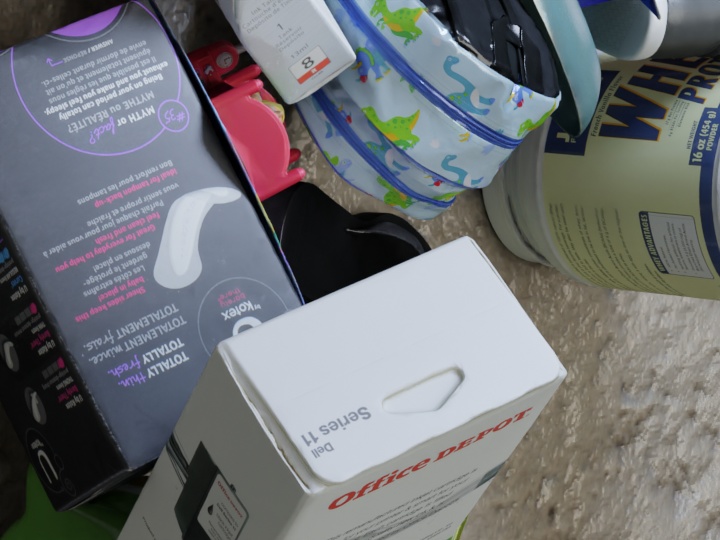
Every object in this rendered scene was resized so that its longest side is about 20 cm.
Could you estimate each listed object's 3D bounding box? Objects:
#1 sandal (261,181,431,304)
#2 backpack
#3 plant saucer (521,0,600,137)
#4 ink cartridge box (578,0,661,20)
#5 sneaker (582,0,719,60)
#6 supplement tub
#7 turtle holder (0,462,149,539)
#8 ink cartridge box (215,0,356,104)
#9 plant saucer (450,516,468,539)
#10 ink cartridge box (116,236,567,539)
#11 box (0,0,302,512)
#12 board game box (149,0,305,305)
[{"bbox_3d":[0.000,0.001,1.550,0.200,0.043,0.076,17,81,-65],"label":"sandal"},{"bbox_3d":[0.021,-0.124,1.478,0.163,0.200,0.154,32,95,-46],"label":"backpack"},{"bbox_3d":[0.082,-0.167,1.550,0.027,0.200,0.200,-29,122,-2],"label":"plant saucer"},{"bbox_3d":[0.093,-0.215,1.537,0.039,0.200,0.100,-29,135,-4],"label":"ink cartridge box"},{"bbox_3d":[0.163,-0.162,1.622,0.099,0.200,0.071,2,110,-23],"label":"sneaker"},{"bbox_3d":[0.185,-0.057,1.660,0.145,0.200,0.145,-8,101,-47],"label":"supplement tub"},{"bbox_3d":[-0.121,0.159,1.417,0.186,0.141,0.132,49,32,6],"label":"turtle holder"},{"bbox_3d":[-0.086,-0.187,1.352,0.050,0.162,0.200,-35,147,7],"label":"ink cartridge box"},{"bbox_3d":[-0.010,0.147,1.584,0.200,0.048,0.200,38,67,-43],"label":"plant saucer"},{"bbox_3d":[-0.013,0.088,1.270,0.146,0.200,0.083,-23,69,-32],"label":"ink cartridge box"},{"bbox_3d":[-0.122,-0.006,1.329,0.122,0.106,0.200,-25,85,-29],"label":"box"},{"bbox_3d":[-0.055,-0.075,1.403,0.039,0.200,0.158,-27,144,-4],"label":"board game box"}]
